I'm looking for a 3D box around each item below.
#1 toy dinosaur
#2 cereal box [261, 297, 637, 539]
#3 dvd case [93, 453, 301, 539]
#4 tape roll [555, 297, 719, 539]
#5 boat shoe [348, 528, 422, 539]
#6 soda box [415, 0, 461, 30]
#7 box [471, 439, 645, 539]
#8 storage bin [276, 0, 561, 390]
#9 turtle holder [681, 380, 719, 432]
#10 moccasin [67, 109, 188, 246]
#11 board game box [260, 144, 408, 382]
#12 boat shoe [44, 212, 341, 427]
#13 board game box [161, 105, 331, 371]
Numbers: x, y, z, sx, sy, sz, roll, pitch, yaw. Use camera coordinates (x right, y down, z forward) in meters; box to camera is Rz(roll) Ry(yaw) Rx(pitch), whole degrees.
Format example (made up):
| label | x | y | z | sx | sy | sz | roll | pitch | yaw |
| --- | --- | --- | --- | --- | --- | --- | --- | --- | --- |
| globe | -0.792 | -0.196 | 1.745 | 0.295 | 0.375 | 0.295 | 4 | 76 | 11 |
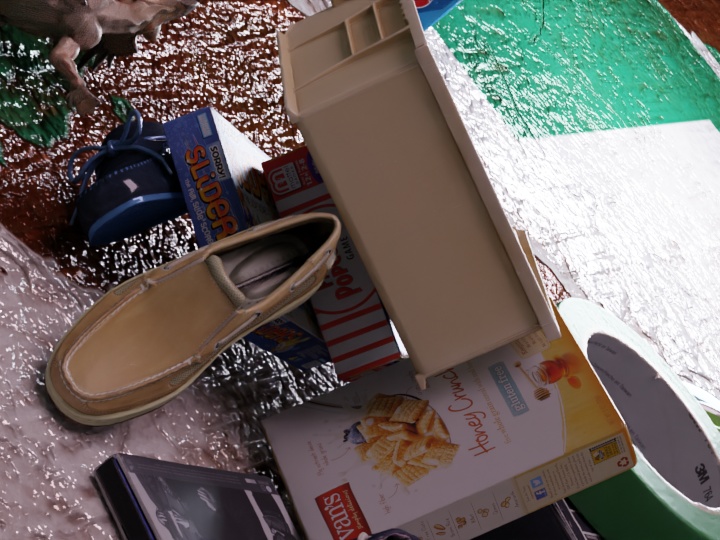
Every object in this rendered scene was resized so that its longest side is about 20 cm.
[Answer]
| label | x | y | z | sx | sy | sz | roll | pitch | yaw |
| --- | --- | --- | --- | --- | --- | --- | --- | --- | --- |
| toy dinosaur | -0.211 | -0.182 | 1.710 | 0.200 | 0.086 | 0.136 | 27 | 15 | -12 |
| cereal box | 0.051 | 0.104 | 1.567 | 0.144 | 0.199 | 0.040 | -117 | -175 | -53 |
| dvd case | -0.058 | 0.196 | 1.451 | 0.150 | 0.025 | 0.200 | 17 | 39 | -55 |
| tape roll | 0.177 | 0.111 | 1.694 | 0.200 | 0.048 | 0.201 | 42 | 22 | -21 |
| boat shoe | -0.026 | 0.168 | 1.396 | 0.200 | 0.093 | 0.075 | 23 | 34 | -51 |
| soda box | 0.079 | -0.287 | 2.485 | 0.068 | 0.064 | 0.200 | 49 | 21 | -3 |
| box | 0.115 | 0.163 | 1.715 | 0.200 | 0.123 | 0.199 | 19 | 36 | -54 |
| storage bin | 0.033 | -0.061 | 1.606 | 0.199 | 0.093 | 0.200 | -98 | 163 | -69 |
| turtle holder | 0.248 | 0.148 | 1.950 | 0.185 | 0.141 | 0.132 | 2 | 33 | -1 |
| moccasin | -0.146 | -0.060 | 1.646 | 0.068 | 0.080 | 0.200 | 64 | 8 | 0 |
| board game box | 0.000 | 0.000 | 1.744 | 0.200 | 0.046 | 0.152 | 23 | 47 | -78 |
| boat shoe | -0.093 | 0.017 | 1.482 | 0.200 | 0.076 | 0.072 | -36 | 86 | -31 |
| board game box | -0.066 | -0.016 | 1.657 | 0.200 | 0.034 | 0.136 | 37 | 34 | -74 |
